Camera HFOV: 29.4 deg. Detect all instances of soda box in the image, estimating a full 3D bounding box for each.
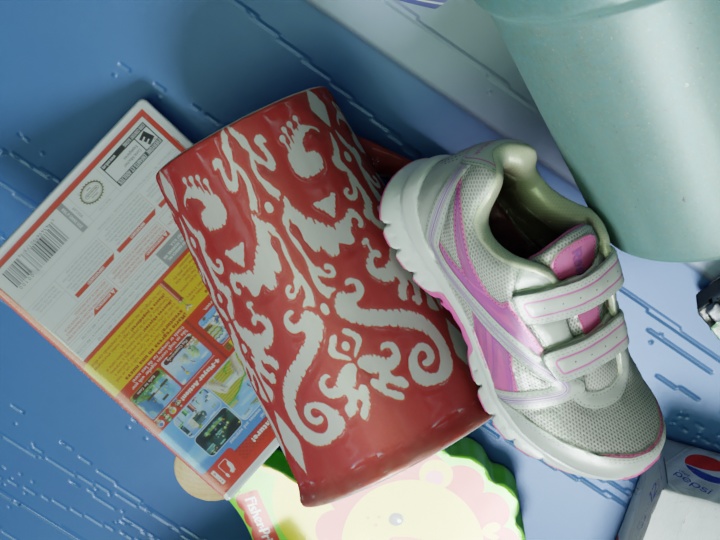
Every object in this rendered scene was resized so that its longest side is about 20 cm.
[{"bbox_3d":[0.188,0.209,0.868,0.068,0.063,0.200,14,115,1],"label":"soda box"}]

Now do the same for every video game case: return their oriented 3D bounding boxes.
[{"bbox_3d":[-0.104,0.018,0.816,0.200,0.017,0.143,43,83,-7],"label":"video game case"}]

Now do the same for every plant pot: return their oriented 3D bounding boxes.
[{"bbox_3d":[0.156,-0.123,0.667,0.200,0.200,0.196,-18,117,16],"label":"plant pot"}]

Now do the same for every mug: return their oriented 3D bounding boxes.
[{"bbox_3d":[-0.009,0.005,0.777,0.133,0.177,0.200,-28,91,37],"label":"mug"}]

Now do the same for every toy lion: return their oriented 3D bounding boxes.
[{"bbox_3d":[0.003,0.154,0.881,0.191,0.069,0.200,-19,109,9],"label":"toy lion"}]

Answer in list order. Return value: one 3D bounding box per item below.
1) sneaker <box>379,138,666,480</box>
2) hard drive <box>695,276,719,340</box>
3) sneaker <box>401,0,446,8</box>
[{"bbox_3d":[0.093,0.019,0.693,0.200,0.081,0.088,53,148,-2],"label":"sneaker"},{"bbox_3d":[0.309,0.052,0.794,0.140,0.038,0.200,-39,103,22],"label":"hard drive"},{"bbox_3d":[-0.032,-0.195,0.699,0.199,0.115,0.081,32,116,-5],"label":"sneaker"}]
